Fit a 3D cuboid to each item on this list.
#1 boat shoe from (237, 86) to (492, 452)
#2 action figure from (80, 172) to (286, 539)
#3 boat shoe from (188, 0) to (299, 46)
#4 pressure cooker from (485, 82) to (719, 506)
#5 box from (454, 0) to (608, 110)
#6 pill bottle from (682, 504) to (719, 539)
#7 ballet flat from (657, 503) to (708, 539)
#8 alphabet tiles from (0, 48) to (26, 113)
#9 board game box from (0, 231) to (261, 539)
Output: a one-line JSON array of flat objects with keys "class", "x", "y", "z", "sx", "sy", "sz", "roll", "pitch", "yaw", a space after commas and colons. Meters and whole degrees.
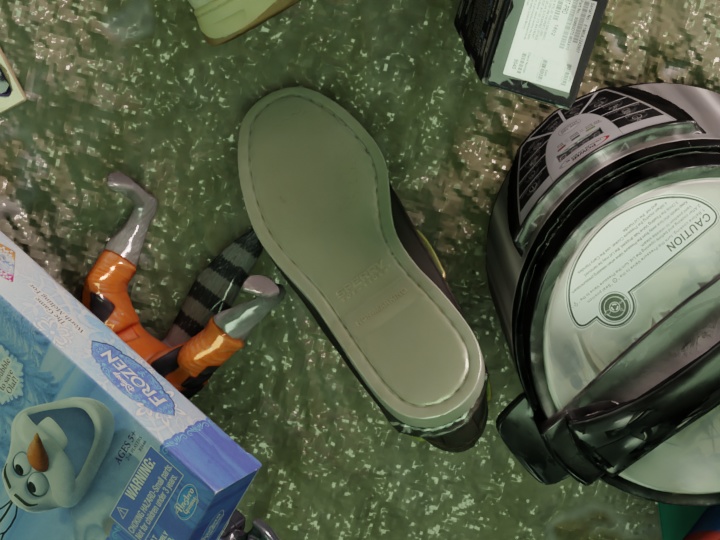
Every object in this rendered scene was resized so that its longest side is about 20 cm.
[{"class": "boat shoe", "x": 0.000, "y": 0.000, "z": 1.049, "sx": 0.071, "sy": 0.202, "sz": 0.061, "roll": -28, "pitch": 150, "yaw": -1}, {"class": "action figure", "x": -0.087, "y": 0.077, "z": 1.085, "sx": 0.199, "sy": 0.104, "sz": 0.195, "roll": 29, "pitch": 111, "yaw": 21}, {"class": "boat shoe", "x": -0.013, "y": -0.171, "z": 1.005, "sx": 0.199, "sy": 0.073, "sz": 0.063, "roll": -28, "pitch": 100, "yaw": 32}, {"class": "pressure cooker", "x": 0.153, "y": 0.011, "z": 1.030, "sx": 0.177, "sy": 0.200, "sz": 0.177, "roll": 6, "pitch": 108, "yaw": -5}, {"class": "box", "x": 0.095, "y": -0.187, "z": 0.989, "sx": 0.049, "sy": 0.161, "sz": 0.201, "roll": 14, "pitch": 104, "yaw": -8}, {"class": "pill bottle", "x": 0.243, "y": 0.114, "z": 1.074, "sx": 0.200, "sy": 0.112, "sz": 0.113, "roll": -45, "pitch": 107, "yaw": -29}, {"class": "ballet flat", "x": 0.195, "y": 0.163, "z": 1.157, "sx": 0.063, "sy": 0.069, "sz": 0.202, "roll": -14, "pitch": 111, "yaw": -28}, {"class": "alphabet tiles", "x": -0.275, "y": -0.084, "z": 1.079, "sx": 0.199, "sy": 0.006, "sz": 0.167, "roll": -26, "pitch": 106, "yaw": 4}, {"class": "board game box", "x": -0.170, "y": 0.104, "z": 1.050, "sx": 0.199, "sy": 0.043, "sz": 0.201, "roll": 40, "pitch": 121, "yaw": 16}]
